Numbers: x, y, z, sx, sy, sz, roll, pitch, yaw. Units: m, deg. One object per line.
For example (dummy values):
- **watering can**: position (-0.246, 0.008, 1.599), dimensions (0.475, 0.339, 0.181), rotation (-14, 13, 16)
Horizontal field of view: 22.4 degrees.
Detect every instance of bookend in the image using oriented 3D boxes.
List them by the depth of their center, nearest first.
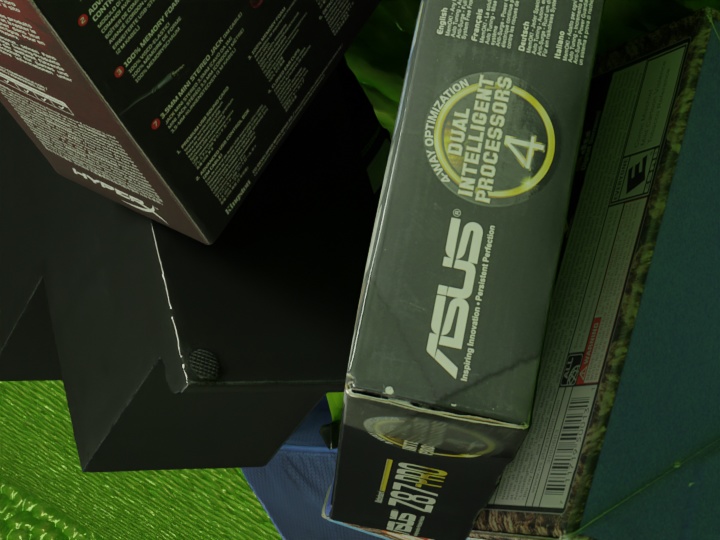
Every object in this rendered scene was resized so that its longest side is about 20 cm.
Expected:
- **bookend**: position (-0.080, 0.003, 0.699), dimensions (0.092, 0.201, 0.199), rotation (1, 147, -30)

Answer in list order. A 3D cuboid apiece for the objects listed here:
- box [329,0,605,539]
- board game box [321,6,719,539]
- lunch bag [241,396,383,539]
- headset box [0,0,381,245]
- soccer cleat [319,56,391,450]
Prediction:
- **box**: position (0.033, -0.038, 0.495), dimensions (0.049, 0.201, 0.161), rotation (12, 163, -1)
- **board game box**: position (0.084, 0.024, 0.604), dimensions (0.096, 0.161, 0.200), rotation (21, 168, -18)
- **lunch bag**: position (0.034, 0.116, 1.030), dimensions (0.200, 0.132, 0.136), rotation (-3, 119, 60)
- **headset box**: position (-0.065, -0.127, 0.523), dimensions (0.075, 0.149, 0.200), rotation (24, 161, 30)
- **soccer cleat**: position (0.004, -0.017, 0.738), dimensions (0.067, 0.081, 0.201), rotation (-39, 62, 55)
